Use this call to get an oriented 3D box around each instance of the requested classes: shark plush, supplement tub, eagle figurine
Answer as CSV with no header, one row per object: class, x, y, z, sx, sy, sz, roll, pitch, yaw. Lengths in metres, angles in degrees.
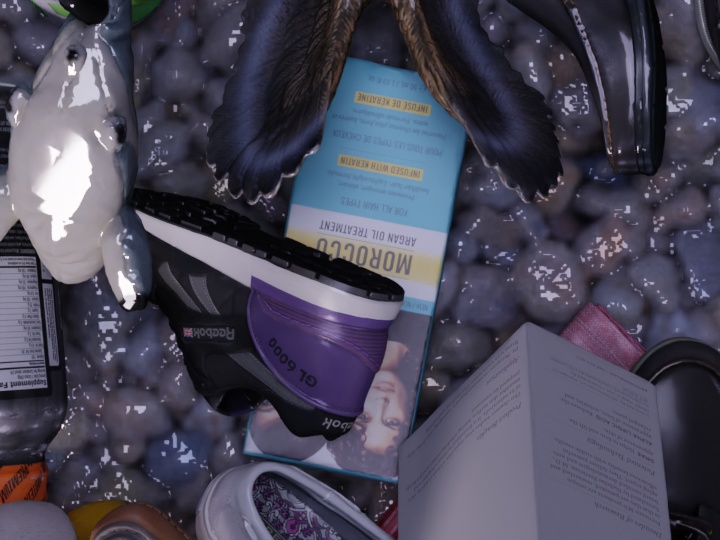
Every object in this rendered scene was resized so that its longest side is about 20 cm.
shark plush,-0.129,-0.077,0.994,0.090,0.083,0.201,7,121,12
supplement tub,-0.206,0.015,1.079,0.122,0.123,0.201,-5,86,2
eagle figurine,0.007,-0.126,1.053,0.151,0.151,0.201,-5,87,40

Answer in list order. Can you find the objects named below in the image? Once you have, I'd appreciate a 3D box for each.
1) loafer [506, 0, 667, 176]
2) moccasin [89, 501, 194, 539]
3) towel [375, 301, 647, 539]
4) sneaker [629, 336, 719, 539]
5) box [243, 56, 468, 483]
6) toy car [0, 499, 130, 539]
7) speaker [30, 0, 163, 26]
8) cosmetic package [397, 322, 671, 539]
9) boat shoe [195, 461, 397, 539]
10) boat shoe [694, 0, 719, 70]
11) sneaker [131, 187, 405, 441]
loafer,0.108,-0.140,1.111,0.072,0.073,0.201,-11,76,10
moccasin,-0.044,0.173,1.002,0.201,0.078,0.074,43,128,-19
towel,0.098,0.135,1.111,0.144,0.023,0.200,44,89,5
sneaker,0.144,0.132,1.040,0.074,0.106,0.201,13,89,-5
box,0.000,0.000,1.110,0.082,0.049,0.201,10,86,3
toy car,-0.142,0.214,1.050,0.150,0.175,0.201,-28,49,37
speaker,-0.135,-0.165,1.049,0.088,0.200,0.089,0,86,2
cosmetic package,0.076,0.137,0.989,0.081,0.201,0.113,25,132,-23
boat shoe,0.011,0.161,1.054,0.200,0.068,0.072,47,63,-3
boat shoe,0.214,-0.094,1.103,0.071,0.061,0.202,-14,86,1
sneaker,-0.072,0.020,1.065,0.200,0.076,0.088,24,102,42
